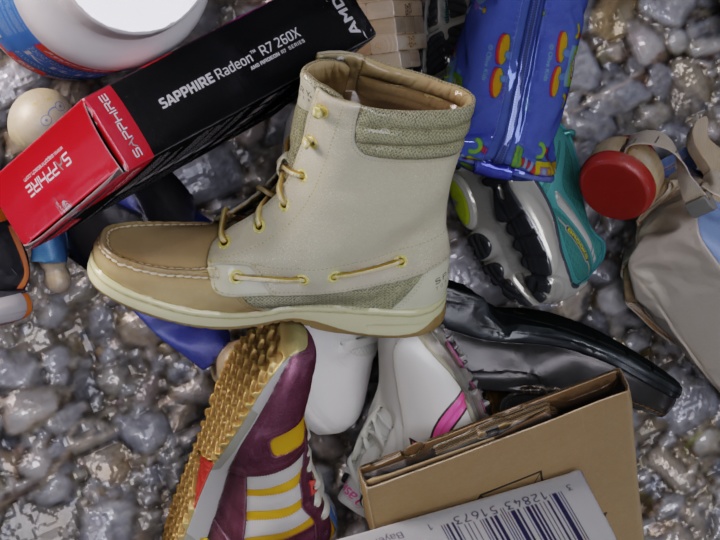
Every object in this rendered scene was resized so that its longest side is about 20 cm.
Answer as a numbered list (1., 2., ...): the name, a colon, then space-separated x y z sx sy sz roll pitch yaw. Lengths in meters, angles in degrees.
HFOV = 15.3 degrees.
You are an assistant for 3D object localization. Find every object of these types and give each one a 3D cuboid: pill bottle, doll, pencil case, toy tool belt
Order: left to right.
1. pill bottle: -0.144 -0.163 1.475 0.112 0.200 0.112 0 91 -15
2. doll: -0.127 -0.031 1.561 0.200 0.048 0.136 44 70 -14
3. pencil case: 0.092 -0.147 1.508 0.078 0.087 0.200 12 104 1
4. toy tool belt: 0.214 -0.025 1.634 0.200 0.125 0.123 50 41 -17

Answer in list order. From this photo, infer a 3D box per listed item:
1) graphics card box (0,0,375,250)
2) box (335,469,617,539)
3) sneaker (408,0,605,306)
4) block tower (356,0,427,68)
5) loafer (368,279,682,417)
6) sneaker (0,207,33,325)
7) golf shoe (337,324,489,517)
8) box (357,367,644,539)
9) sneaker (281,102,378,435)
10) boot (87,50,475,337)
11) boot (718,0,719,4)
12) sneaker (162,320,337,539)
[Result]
1. graphics card box: -0.098 -0.090 1.491 0.200 0.125 0.051 -31 88 -37
2. box: 0.056 0.235 1.537 0.184 0.105 0.200 -15 138 -15
3. sneaker: 0.087 -0.077 1.620 0.080 0.077 0.200 -25 96 -41
4. block tower: -0.006 -0.216 1.579 0.058 0.054 0.200 -6 93 20
5. loafer: 0.094 0.058 1.620 0.200 0.073 0.072 18 95 -6
6. sneaker: -0.289 -0.010 1.510 0.200 0.078 0.112 -11 89 -25
7. golf shoe: 0.031 0.109 1.558 0.092 0.073 0.200 -23 130 -15
8. box: 0.088 0.152 1.567 0.163 0.021 0.200 -20 138 -9
9. sneaker: 0.000 0.000 1.545 0.075 0.088 0.200 -15 109 -58
10. boot: -0.043 -0.044 1.449 0.200 0.072 0.155 5 125 -5
11. boot: 0.300 -0.185 1.671 0.175 0.066 0.200 -20 95 -15
12. sneaker: -0.048 0.112 1.541 0.090 0.075 0.200 16 126 -14
